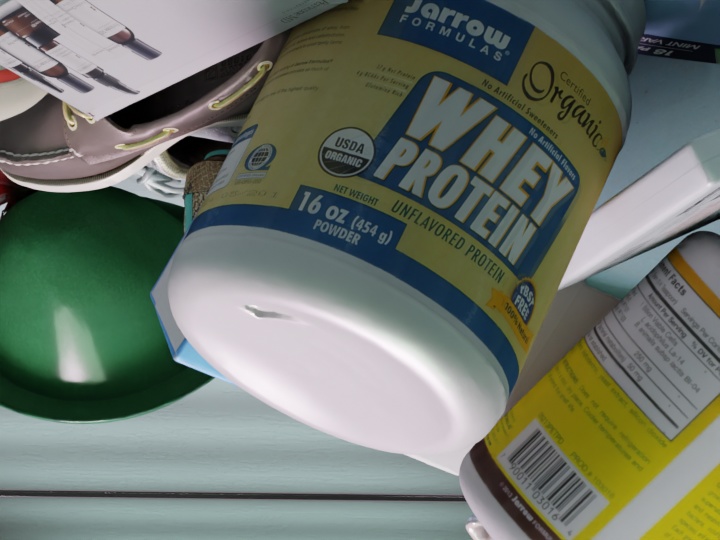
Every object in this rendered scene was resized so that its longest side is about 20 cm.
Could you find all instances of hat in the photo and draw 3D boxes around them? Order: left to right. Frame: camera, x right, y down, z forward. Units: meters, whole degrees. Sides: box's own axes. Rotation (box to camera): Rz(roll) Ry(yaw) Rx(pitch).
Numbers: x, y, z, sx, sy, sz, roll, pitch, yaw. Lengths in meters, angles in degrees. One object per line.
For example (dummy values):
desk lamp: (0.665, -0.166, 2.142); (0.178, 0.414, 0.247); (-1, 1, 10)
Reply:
hat: (-0.146, -0.036, 1.293); (0.166, 0.200, 0.176); (31, 141, 29)

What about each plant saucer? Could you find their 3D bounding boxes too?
plant saucer: (0.156, -0.048, 1.229); (0.200, 0.027, 0.200); (-5, 130, -6)

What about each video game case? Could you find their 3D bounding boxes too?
video game case: (0.179, -0.053, 1.071); (0.182, 0.023, 0.200); (-23, 174, -18)

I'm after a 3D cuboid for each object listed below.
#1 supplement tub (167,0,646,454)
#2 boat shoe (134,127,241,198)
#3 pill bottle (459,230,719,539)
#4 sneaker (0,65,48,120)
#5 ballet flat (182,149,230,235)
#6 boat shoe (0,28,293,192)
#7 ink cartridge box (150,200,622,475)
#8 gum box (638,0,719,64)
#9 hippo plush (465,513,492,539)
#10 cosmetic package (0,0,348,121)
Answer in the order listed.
supplement tub: (0.024, -0.042, 1.038); (0.145, 0.200, 0.145); (22, 158, 9)
boat shoe: (-0.073, -0.069, 1.275); (0.202, 0.065, 0.074); (-6, 163, 30)
pill bottle: (0.147, 0.059, 1.142); (0.200, 0.109, 0.109); (-45, 152, 9)
sneaker: (-0.216, -0.109, 1.123); (0.200, 0.070, 0.093); (13, 168, -27)
ballet flat: (0.000, 0.000, 1.246); (0.200, 0.075, 0.068); (15, 163, -29)
boat shoe: (-0.104, -0.087, 1.200); (0.200, 0.072, 0.060); (-12, 162, 29)
ink cartridge box: (0.020, 0.015, 1.182); (0.200, 0.116, 0.068); (24, -162, -26)
gum box: (0.206, -0.130, 1.048); (0.170, 0.045, 0.200); (5, 167, -15)
hippo plush: (0.114, 0.102, 1.562); (0.159, 0.161, 0.200); (10, -165, -33)
cosmetic package: (-0.086, -0.122, 1.064); (0.083, 0.051, 0.200); (28, 154, -27)
